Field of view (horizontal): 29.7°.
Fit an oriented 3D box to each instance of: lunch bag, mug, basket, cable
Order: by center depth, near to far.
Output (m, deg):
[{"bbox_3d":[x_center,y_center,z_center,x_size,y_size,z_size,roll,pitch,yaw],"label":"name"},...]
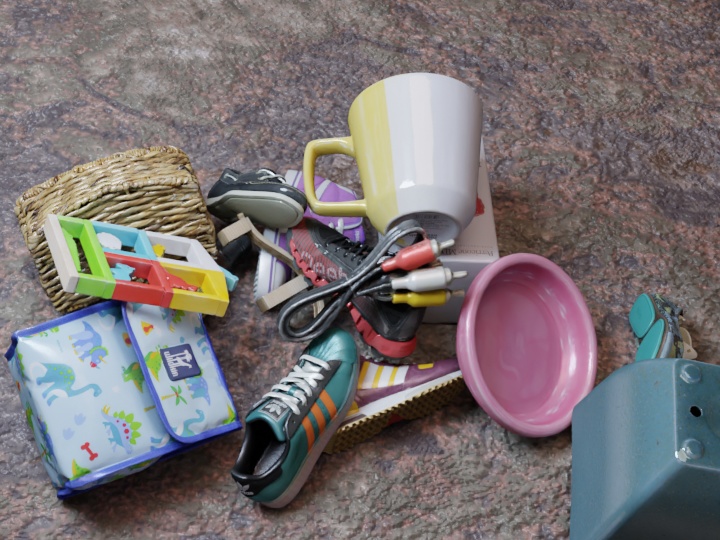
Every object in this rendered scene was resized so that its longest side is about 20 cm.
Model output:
[{"bbox_3d":[0.008,0.015,1.379,0.200,0.097,0.050,-20,32,-9],"label":"cable"},{"bbox_3d":[-0.237,0.118,1.381,0.200,0.127,0.170,-18,82,-25],"label":"lunch bag"},{"bbox_3d":[0.050,-0.102,1.478,0.149,0.186,0.153,28,48,-43],"label":"mug"},{"bbox_3d":[-0.277,-0.072,1.501,0.200,0.143,0.149,-20,40,-7],"label":"basket"}]

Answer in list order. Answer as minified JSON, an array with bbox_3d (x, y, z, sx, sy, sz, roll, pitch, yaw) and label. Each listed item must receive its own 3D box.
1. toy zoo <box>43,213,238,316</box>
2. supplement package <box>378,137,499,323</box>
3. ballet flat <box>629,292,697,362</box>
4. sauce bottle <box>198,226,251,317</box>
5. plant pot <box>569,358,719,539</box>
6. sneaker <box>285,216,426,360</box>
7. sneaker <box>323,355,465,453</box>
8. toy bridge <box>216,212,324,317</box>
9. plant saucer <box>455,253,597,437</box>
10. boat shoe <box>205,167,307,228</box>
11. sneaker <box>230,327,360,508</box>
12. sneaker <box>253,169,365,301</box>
[{"bbox_3d":[-0.217,-0.004,1.394,0.200,0.020,0.131,11,25,-28],"label":"toy zoo"},{"bbox_3d":[0.087,-0.052,1.585,0.121,0.120,0.200,1,52,-7],"label":"supplement package"},{"bbox_3d":[0.343,0.082,1.514,0.074,0.074,0.200,14,26,3],"label":"ballet flat"},{"bbox_3d":[-0.193,0.025,1.520,0.065,0.065,0.200,29,55,14],"label":"sauce bottle"},{"bbox_3d":[0.335,0.191,1.362,0.196,0.200,0.196,11,55,-6],"label":"plant pot"},{"bbox_3d":[0.000,0.000,1.469,0.071,0.098,0.200,-21,60,-46],"label":"sneaker"},{"bbox_3d":[0.026,0.120,1.471,0.200,0.075,0.090,-20,62,-23],"label":"sneaker"},{"bbox_3d":[-0.083,0.023,1.503,0.067,0.027,0.200,-30,90,-25],"label":"toy bridge"},{"bbox_3d":[0.176,0.083,1.484,0.200,0.051,0.201,9,76,-38],"label":"plant saucer"},{"bbox_3d":[-0.115,-0.088,1.521,0.072,0.200,0.068,36,76,-25],"label":"boat shoe"},{"bbox_3d":[-0.066,0.143,1.385,0.071,0.080,0.200,18,77,33],"label":"sneaker"},{"bbox_3d":[-0.055,-0.035,1.585,0.114,0.073,0.201,16,52,1],"label":"sneaker"}]
